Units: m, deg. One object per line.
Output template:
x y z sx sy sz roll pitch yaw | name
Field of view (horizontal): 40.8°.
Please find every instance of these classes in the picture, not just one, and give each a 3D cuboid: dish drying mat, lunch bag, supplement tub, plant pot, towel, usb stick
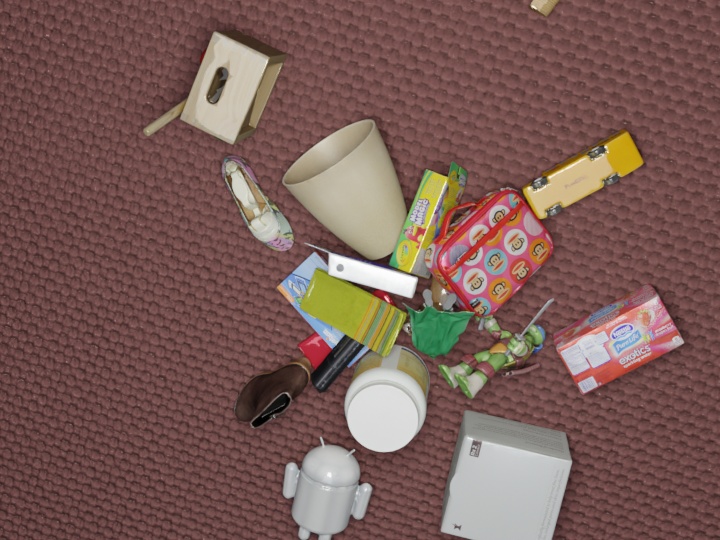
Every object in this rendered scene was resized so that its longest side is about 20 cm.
-0.017 0.114 1.796 0.200 0.018 0.077 -35 94 15 | dish drying mat
0.211 -0.040 1.637 0.200 0.082 0.176 -43 107 -12 | lunch bag
0.048 0.226 1.721 0.144 0.200 0.145 2 104 7 | supplement tub
-0.002 -0.124 1.668 0.187 0.187 0.200 -30 112 13 | plant pot
-0.017 0.072 1.715 0.200 0.018 0.086 27 95 27 | towel
-0.020 0.137 1.744 0.033 0.056 0.200 34 104 -24 | usb stick

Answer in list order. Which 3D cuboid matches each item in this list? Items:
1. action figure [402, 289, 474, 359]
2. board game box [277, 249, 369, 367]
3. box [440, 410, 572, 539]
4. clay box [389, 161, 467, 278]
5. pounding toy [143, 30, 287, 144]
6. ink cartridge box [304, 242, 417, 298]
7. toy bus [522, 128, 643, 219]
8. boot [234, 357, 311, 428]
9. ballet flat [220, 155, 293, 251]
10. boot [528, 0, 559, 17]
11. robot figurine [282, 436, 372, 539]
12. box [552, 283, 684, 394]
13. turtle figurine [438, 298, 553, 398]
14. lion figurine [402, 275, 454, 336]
0.127 0.100 1.649 0.118 0.200 0.055 12 60 6 | action figure
-0.051 0.071 1.776 0.103 0.019 0.200 -42 88 13 | board game box
0.264 0.386 1.772 0.199 0.131 0.200 13 105 4 | box
0.120 -0.090 1.662 0.047 0.115 0.201 21 92 20 | clay box
-0.242 -0.300 1.634 0.142 0.184 0.201 26 106 0 | pounding toy
0.000 0.000 1.674 0.199 0.198 0.044 18 91 3 | ink cartridge box
0.376 -0.164 1.649 0.199 0.078 0.065 -29 100 13 | toy bus
-0.179 0.241 1.766 0.200 0.166 0.072 -38 97 22 | boot
-0.191 -0.114 1.733 0.069 0.071 0.200 -29 99 12 | ballet flat
0.267 -0.525 1.585 0.201 0.071 0.144 29 99 -4 | boot
-0.065 0.415 1.827 0.169 0.113 0.201 15 105 2 | robot figurine
0.450 0.119 1.701 0.200 0.096 0.100 -30 99 13 | box
0.228 0.118 1.693 0.194 0.200 0.144 -36 54 -14 | turtle figurine
0.145 0.034 1.729 0.072 0.122 0.201 18 90 -31 | lion figurine
